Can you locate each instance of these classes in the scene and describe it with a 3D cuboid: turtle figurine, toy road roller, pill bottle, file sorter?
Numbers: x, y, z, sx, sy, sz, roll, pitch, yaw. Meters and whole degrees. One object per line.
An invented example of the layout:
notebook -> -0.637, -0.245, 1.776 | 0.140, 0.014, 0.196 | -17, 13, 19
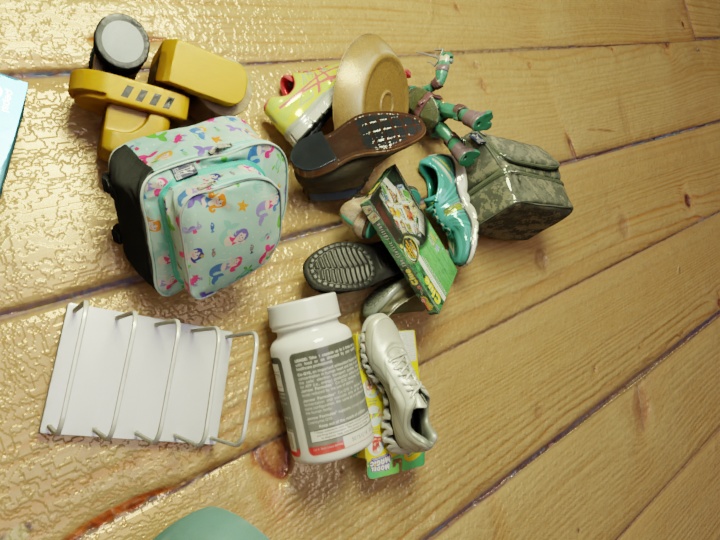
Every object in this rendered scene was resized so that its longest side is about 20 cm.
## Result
turtle figurine -> 0.130, -0.271, 0.949 | 0.100, 0.151, 0.201 | -28, 57, -18
toy road roller -> -0.241, -0.195, 0.677 | 0.197, 0.122, 0.149 | 10, 89, -30
pill bottle -> -0.056, 0.138, 0.747 | 0.112, 0.113, 0.204 | -12, 89, -35
file sorter -> -0.226, 0.119, 0.625 | 0.197, 0.124, 0.142 | 15, 74, -32

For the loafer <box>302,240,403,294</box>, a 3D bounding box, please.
loafer -> 0.000, 0.000, 0.834 | 0.197, 0.071, 0.074 | -9, 74, -32

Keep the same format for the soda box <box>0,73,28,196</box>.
soda box -> -0.402, -0.103, 0.577 | 0.067, 0.064, 0.204 | 15, 73, -32

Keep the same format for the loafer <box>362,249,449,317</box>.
loafer -> 0.086, 0.034, 0.888 | 0.199, 0.075, 0.071 | -32, 96, -35

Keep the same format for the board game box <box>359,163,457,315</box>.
board game box -> 0.076, -0.044, 0.826 | 0.202, 0.023, 0.105 | 57, 39, -20

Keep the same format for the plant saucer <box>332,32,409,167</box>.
plant saucer -> 0.027, -0.253, 0.862 | 0.199, 0.035, 0.204 | -30, 126, -52

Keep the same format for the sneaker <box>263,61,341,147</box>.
sneaker -> -0.071, -0.269, 0.834 | 0.090, 0.078, 0.201 | 35, 51, -2

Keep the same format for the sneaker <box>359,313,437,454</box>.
sneaker -> 0.057, 0.156, 0.786 | 0.074, 0.081, 0.204 | -16, 89, -33

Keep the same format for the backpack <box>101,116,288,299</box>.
backpack -> -0.172, -0.079, 0.664 | 0.149, 0.180, 0.199 | 33, 46, 25

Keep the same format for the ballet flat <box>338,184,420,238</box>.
ballet flat -> 0.030, -0.103, 0.871 | 0.199, 0.066, 0.069 | -28, 140, -58

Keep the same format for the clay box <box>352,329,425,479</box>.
clay box -> 0.036, 0.194, 0.841 | 0.113, 0.047, 0.205 | 1, 82, -34

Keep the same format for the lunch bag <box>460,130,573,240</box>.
lunch bag -> 0.266, -0.159, 1.018 | 0.197, 0.139, 0.171 | 1, 65, -35

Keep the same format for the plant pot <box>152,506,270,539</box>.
plant pot -> -0.165, 0.357, 0.591 | 0.202, 0.199, 0.161 | 53, 45, -15

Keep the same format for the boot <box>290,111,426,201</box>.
boot -> -0.003, -0.162, 0.811 | 0.196, 0.097, 0.076 | -17, 66, -10

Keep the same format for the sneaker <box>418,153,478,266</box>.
sneaker -> 0.145, -0.102, 0.963 | 0.078, 0.077, 0.204 | -6, 75, -26
